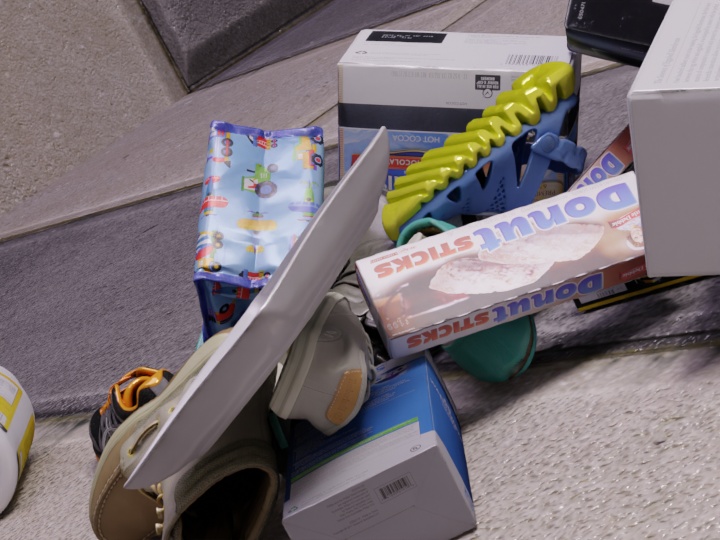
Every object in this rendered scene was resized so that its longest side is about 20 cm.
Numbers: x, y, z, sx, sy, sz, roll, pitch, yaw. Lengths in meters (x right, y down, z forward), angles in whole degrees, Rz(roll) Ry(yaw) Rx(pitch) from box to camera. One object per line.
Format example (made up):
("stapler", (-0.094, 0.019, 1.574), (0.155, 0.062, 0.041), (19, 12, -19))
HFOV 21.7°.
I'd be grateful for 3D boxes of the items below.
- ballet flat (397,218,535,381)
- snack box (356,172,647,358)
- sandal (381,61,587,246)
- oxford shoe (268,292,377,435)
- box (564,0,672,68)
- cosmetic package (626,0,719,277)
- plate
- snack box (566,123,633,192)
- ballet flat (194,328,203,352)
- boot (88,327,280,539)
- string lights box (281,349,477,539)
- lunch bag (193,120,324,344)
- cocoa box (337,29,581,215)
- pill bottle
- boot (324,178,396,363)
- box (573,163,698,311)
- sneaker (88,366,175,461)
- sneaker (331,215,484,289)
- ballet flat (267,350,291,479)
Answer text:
("ballet flat", (0.062, 0.017, 1.316), (0.068, 0.070, 0.200), (-61, 20, 14))
("snack box", (0.102, -0.004, 1.236), (0.199, 0.024, 0.072), (-18, 49, -7))
("sandal", (0.105, -0.076, 1.454), (0.200, 0.087, 0.079), (-37, 17, -14))
("oxford shoe", (-0.018, 0.062, 1.193), (0.200, 0.057, 0.076), (-72, 2, -82))
("box", (0.267, -0.214, 1.465), (0.198, 0.124, 0.198), (13, 4, 7))
("cosmetic package", (0.278, -0.090, 1.141), (0.198, 0.124, 0.199), (-1, 23, 19))
("plate", (-0.055, 0.030, 1.147), (0.200, 0.032, 0.200), (-50, 5, 43))
("snack box", (0.157, -0.041, 1.437), (0.200, 0.024, 0.072), (-46, -5, -35))
("ballet flat", (-0.093, 0.040, 1.624), (0.067, 0.071, 0.201), (10, 56, 11))
("boot", (-0.120, 0.152, 1.255), (0.200, 0.072, 0.155), (-50, 26, 24))
("string lights box", (0.010, 0.117, 1.166), (0.102, 0.059, 0.200), (-26, 14, 7))
("lunch bag", (-0.080, 0.004, 1.484), (0.093, 0.201, 0.151), (4, 55, -2))
("cocoa box", (0.086, -0.127, 1.615), (0.198, 0.132, 0.133), (3, 20, 10))
("pill bottle", (-0.348, 0.147, 1.662), (0.111, 0.113, 0.200), (-27, 13, 3))
("boot", (0.000, 0.000, 1.466), (0.199, 0.068, 0.130), (25, 45, 36))
("box", (0.248, -0.054, 1.347), (0.159, 0.050, 0.200), (-21, 15, 38))
("sneaker", (-0.173, 0.114, 1.512), (0.078, 0.078, 0.200), (-37, 14, -27))
("sneaker", (0.019, -0.019, 1.597), (0.199, 0.088, 0.076), (-33, 12, -24))
("ballet flat", (-0.047, 0.086, 1.378), (0.068, 0.069, 0.200), (-27, 13, 6))
